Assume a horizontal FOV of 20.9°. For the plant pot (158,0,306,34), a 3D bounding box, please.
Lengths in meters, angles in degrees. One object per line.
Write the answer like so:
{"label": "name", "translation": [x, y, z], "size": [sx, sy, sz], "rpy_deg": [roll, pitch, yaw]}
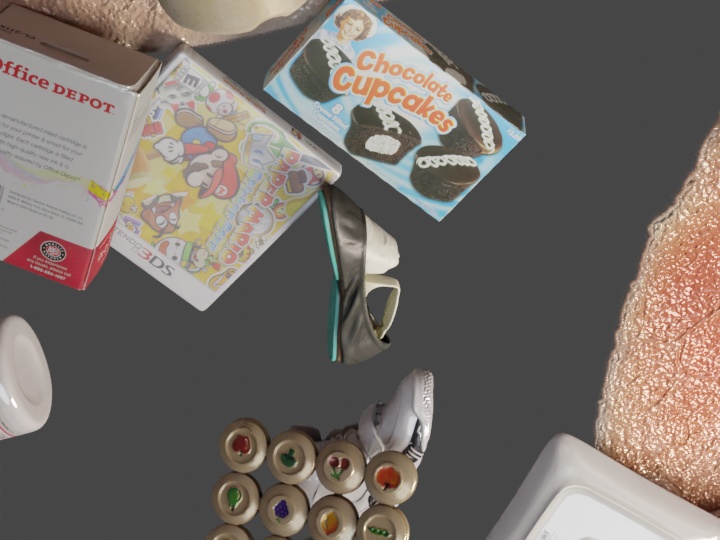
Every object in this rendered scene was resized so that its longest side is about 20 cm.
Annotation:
{"label": "plant pot", "translation": [-0.112, -0.292, 1.506], "size": [0.200, 0.201, 0.184], "rpy_deg": [-6, 133, 6]}

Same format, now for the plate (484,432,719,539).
{"label": "plate", "translation": [0.223, 0.282, 1.872], "size": [0.200, 0.032, 0.200], "rpy_deg": [30, 110, -4]}

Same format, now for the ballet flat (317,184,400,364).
{"label": "ballet flat", "translation": [0.000, 0.000, 1.754], "size": [0.068, 0.068, 0.200], "rpy_deg": [-7, 133, -5]}

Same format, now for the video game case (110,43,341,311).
{"label": "video game case", "translation": [-0.148, -0.078, 1.730], "size": [0.182, 0.023, 0.200], "rpy_deg": [37, 117, -19]}

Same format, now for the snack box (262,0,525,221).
{"label": "snack box", "translation": [0.030, -0.143, 1.671], "size": [0.200, 0.037, 0.116], "rpy_deg": [36, 117, -18]}

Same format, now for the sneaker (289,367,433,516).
{"label": "sneaker", "translation": [-0.006, 0.166, 1.848], "size": [0.115, 0.075, 0.200], "rpy_deg": [16, 124, -10]}

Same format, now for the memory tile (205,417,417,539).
{"label": "memory tile", "translation": [-0.049, 0.227, 1.814], "size": [0.199, 0.017, 0.154], "rpy_deg": [10, 92, 20]}

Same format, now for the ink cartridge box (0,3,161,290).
{"label": "ink cartridge box", "translation": [-0.267, -0.105, 1.664], "size": [0.145, 0.083, 0.200], "rpy_deg": [21, 118, 1]}

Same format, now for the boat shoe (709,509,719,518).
{"label": "boat shoe", "translation": [0.385, 0.270, 1.892], "size": [0.199, 0.068, 0.074], "rpy_deg": [-15, 104, 13]}

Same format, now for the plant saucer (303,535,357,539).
{"label": "plant saucer", "translation": [-0.008, 0.295, 1.915], "size": [0.199, 0.050, 0.200], "rpy_deg": [6, 160, 2]}

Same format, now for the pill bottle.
{"label": "pill bottle", "translation": [-0.398, 0.115, 1.812], "size": [0.199, 0.112, 0.112], "rpy_deg": [-14, 121, 11]}
